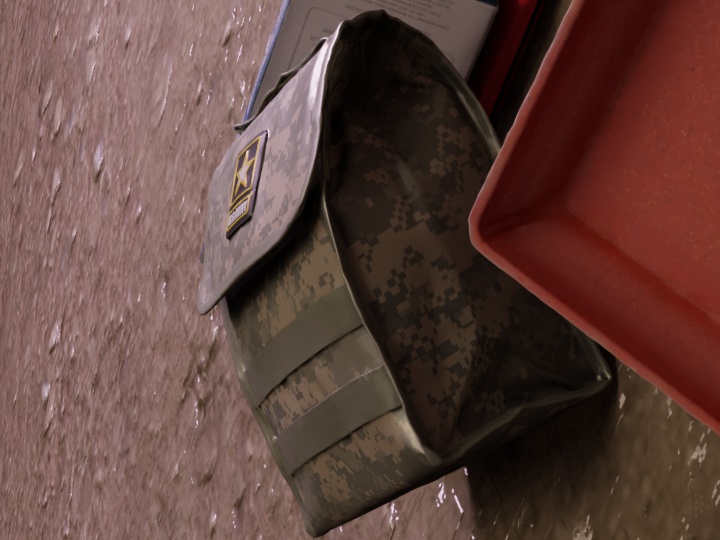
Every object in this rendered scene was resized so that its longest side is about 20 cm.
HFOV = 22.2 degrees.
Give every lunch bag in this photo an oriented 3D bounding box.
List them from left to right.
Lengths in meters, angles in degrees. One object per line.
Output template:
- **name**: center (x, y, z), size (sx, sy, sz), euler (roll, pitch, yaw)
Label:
- **lunch bag**: center (0.000, 0.000, 0.839), size (0.201, 0.117, 0.164), euler (65, 152, 8)

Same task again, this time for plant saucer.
- **plant saucer**: center (0.148, -0.033, 0.524), size (0.199, 0.037, 0.201), euler (38, 127, 19)

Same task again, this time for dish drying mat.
- **dish drying mat**: center (0.065, -0.114, 0.948), size (0.077, 0.018, 0.201), euler (-105, 29, -52)

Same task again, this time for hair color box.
- **hair color box**: center (-0.008, -0.081, 0.950), size (0.061, 0.099, 0.201), euler (-82, 12, -55)

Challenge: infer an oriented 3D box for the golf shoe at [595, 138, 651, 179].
- **golf shoe**: center (0.112, -0.025, 0.693), size (0.095, 0.077, 0.200), euler (62, -173, -5)
